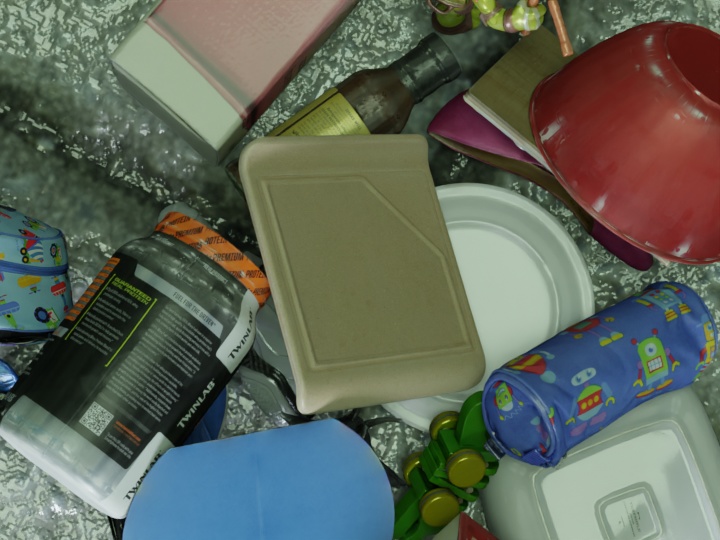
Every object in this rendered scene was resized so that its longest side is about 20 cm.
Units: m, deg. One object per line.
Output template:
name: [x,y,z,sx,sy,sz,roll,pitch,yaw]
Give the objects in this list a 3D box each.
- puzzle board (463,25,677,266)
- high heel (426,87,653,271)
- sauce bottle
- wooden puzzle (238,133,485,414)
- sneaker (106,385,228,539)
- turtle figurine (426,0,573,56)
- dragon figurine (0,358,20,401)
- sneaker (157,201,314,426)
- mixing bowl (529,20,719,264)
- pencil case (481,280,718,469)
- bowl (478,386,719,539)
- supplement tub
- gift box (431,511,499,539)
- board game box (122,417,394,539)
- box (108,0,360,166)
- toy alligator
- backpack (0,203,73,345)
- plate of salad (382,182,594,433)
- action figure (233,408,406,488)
puzzle board: [0.184,-0.099,1.402,0.200,0.151,0.017,40,128,3]
high heel: [0.143,-0.064,1.420,0.096,0.067,0.200,-34,85,-15]
sauce bottle: [-0.010,-0.114,1.418,0.200,0.065,0.065,-35,90,-4]
wooden puzzle: [0.000,0.000,1.335,0.185,0.037,0.201,-5,79,-42]
sneaker: [-0.145,0.134,1.371,0.076,0.111,0.201,13,86,-3]
turtle figurine: [0.076,-0.221,1.382,0.064,0.161,0.200,-45,91,-5]
dragon figurine: [-0.287,0.092,1.369,0.199,0.099,0.059,16,85,-3]
sneaker: [-0.064,0.015,1.387,0.115,0.075,0.200,-32,95,17]
mixing bowl: [0.238,-0.115,1.360,0.200,0.200,0.108,34,128,-2]
pencil case: [0.181,0.079,1.361,0.200,0.078,0.087,-26,95,-32]
bowl: [0.204,0.193,1.413,0.199,0.075,0.201,-19,90,-4]
supplement tub: [-0.158,0.065,1.286,0.122,0.123,0.200,37,77,-1]
gift box: [0.059,0.306,1.322,0.200,0.185,0.187,39,112,-7]
board game box: [-0.076,0.180,1.296,0.199,0.039,0.159,-10,112,-15]
box: [-0.086,-0.193,1.385,0.109,0.128,0.200,40,86,-2]
toy alligator: [0.060,0.178,1.399,0.054,0.059,0.200,21,114,-27]
backpack: [-0.304,-0.013,1.334,0.199,0.183,0.135,9,92,-7]
plate of salad: [0.084,0.032,1.422,0.199,0.048,0.201,0,90,2]
action figure: [-0.049,0.166,1.370,0.119,0.102,0.200,32,102,-26]
